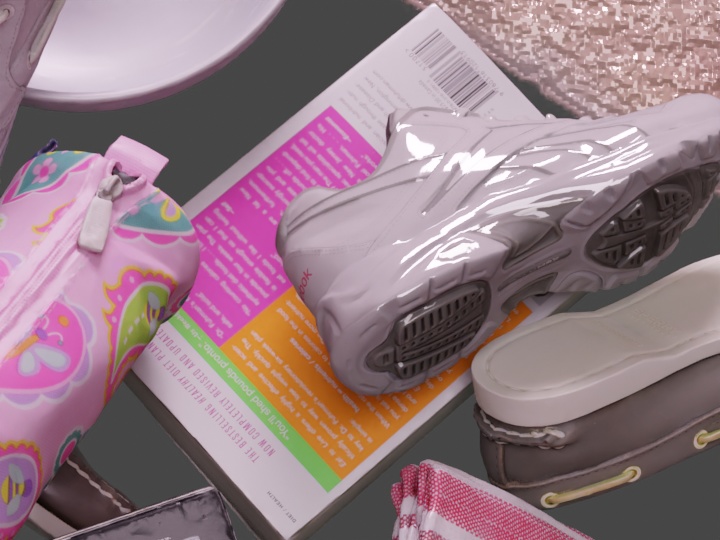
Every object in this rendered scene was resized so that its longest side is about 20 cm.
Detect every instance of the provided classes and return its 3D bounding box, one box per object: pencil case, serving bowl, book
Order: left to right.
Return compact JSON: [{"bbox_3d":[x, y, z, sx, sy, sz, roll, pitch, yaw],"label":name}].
[{"bbox_3d":[-0.129,0.034,0.693,0.087,0.088,0.200,31,44,4],"label":"pencil case"},{"bbox_3d":[-0.114,-0.155,0.838,0.199,0.066,0.201,1,77,-3],"label":"serving bowl"},{"bbox_3d":[0.000,0.000,0.816,0.200,0.048,0.134,-39,80,-16],"label":"book"}]

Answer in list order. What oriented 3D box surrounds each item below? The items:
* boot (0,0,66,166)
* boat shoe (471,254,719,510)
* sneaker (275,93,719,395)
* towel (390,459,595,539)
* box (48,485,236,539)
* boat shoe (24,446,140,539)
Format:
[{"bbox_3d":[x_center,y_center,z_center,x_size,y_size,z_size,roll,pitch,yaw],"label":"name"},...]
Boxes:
[{"bbox_3d":[-0.151,-0.092,0.737,0.073,0.096,0.201,21,76,3],"label":"boot"},{"bbox_3d":[0.135,0.040,0.806,0.201,0.072,0.061,-16,118,-22],"label":"boat shoe"},{"bbox_3d":[0.056,-0.036,0.779,0.199,0.078,0.099,-23,57,-23],"label":"sneaker"},{"bbox_3d":[0.058,0.181,0.719,0.146,0.030,0.201,31,52,-31],"label":"towel"},{"bbox_3d":[-0.116,0.180,0.679,0.199,0.049,0.160,-19,80,-10],"label":"box"},{"bbox_3d":[-0.156,0.035,0.780,0.200,0.072,0.060,39,77,13],"label":"boat shoe"}]
